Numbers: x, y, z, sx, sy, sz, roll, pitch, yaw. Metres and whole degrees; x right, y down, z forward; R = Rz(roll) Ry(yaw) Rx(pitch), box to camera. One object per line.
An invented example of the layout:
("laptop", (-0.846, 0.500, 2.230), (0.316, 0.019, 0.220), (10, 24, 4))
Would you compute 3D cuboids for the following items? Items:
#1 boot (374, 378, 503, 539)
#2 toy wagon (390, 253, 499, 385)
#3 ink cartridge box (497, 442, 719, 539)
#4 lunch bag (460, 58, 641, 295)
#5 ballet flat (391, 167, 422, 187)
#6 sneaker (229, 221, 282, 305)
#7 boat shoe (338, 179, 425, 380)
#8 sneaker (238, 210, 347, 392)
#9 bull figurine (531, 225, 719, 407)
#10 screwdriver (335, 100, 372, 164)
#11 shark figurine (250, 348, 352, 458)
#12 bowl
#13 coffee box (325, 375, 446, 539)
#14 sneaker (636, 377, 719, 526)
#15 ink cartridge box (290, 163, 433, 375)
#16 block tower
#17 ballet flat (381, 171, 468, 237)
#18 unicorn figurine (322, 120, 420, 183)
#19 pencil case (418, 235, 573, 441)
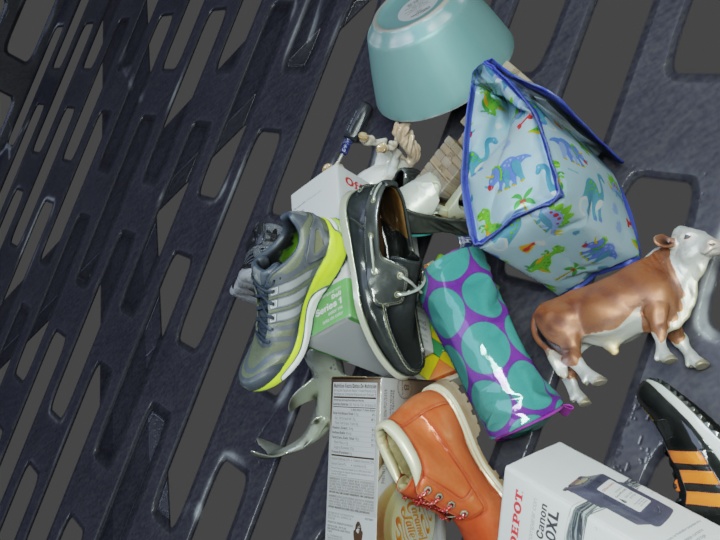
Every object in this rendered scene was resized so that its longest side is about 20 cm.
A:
("boot", (0.085, 0.220, 0.770), (0.075, 0.106, 0.203), (-38, 76, 50))
("toy wagon", (0.077, 0.058, 0.944), (0.199, 0.039, 0.157), (32, 95, 49))
("ink cartridge box", (0.207, 0.254, 0.640), (0.198, 0.083, 0.148), (22, 115, 50))
("lunch bag", (0.188, -0.102, 0.806), (0.126, 0.169, 0.204), (-31, 49, 32))
("ballet flat", (0.013, -0.060, 1.054), (0.201, 0.056, 0.067), (-49, 42, 18))
("sneaker", (-0.135, -0.019, 1.145), (0.199, 0.074, 0.116), (-25, 45, 66))
("boat shoe", (0.033, 0.010, 0.800), (0.067, 0.071, 0.205), (-14, 88, 39))
("sneaker", (-0.087, 0.027, 0.820), (0.073, 0.080, 0.204), (20, 87, 50))
("bull figurine", (0.256, 0.042, 0.742), (0.198, 0.065, 0.124), (-28, 52, 31))
("screwdriver", (-0.031, -0.158, 1.173), (0.029, 0.028, 0.204), (22, 90, 20))
("shark figurine", (-0.056, 0.167, 1.024), (0.090, 0.126, 0.218), (-94, 25, -63))
("bowl", (0.086, -0.297, 1.004), (0.197, 0.106, 0.203), (-22, 39, 18))
("coffee box", (0.030, 0.217, 0.835), (0.079, 0.113, 0.205), (-7, 77, 44))
("sneaker", (0.280, 0.179, 0.648), (0.090, 0.069, 0.201), (-48, 46, 13))
("ink cartridge box", (0.000, 0.000, 0.914), (0.083, 0.143, 0.204), (-30, 51, 34))
("block tower", (0.142, -0.150, 0.964), (0.201, 0.053, 0.058), (-51, 42, 17))
("ballet flat", (0.093, -0.072, 0.879), (0.068, 0.195, 0.070), (-110, 29, -57))
("unicorn figurine", (-0.001, -0.116, 1.062), (0.196, 0.137, 0.075), (-22, 67, 14))
("pencil case", (0.131, 0.071, 0.809), (0.085, 0.091, 0.203), (114, 136, -61))
